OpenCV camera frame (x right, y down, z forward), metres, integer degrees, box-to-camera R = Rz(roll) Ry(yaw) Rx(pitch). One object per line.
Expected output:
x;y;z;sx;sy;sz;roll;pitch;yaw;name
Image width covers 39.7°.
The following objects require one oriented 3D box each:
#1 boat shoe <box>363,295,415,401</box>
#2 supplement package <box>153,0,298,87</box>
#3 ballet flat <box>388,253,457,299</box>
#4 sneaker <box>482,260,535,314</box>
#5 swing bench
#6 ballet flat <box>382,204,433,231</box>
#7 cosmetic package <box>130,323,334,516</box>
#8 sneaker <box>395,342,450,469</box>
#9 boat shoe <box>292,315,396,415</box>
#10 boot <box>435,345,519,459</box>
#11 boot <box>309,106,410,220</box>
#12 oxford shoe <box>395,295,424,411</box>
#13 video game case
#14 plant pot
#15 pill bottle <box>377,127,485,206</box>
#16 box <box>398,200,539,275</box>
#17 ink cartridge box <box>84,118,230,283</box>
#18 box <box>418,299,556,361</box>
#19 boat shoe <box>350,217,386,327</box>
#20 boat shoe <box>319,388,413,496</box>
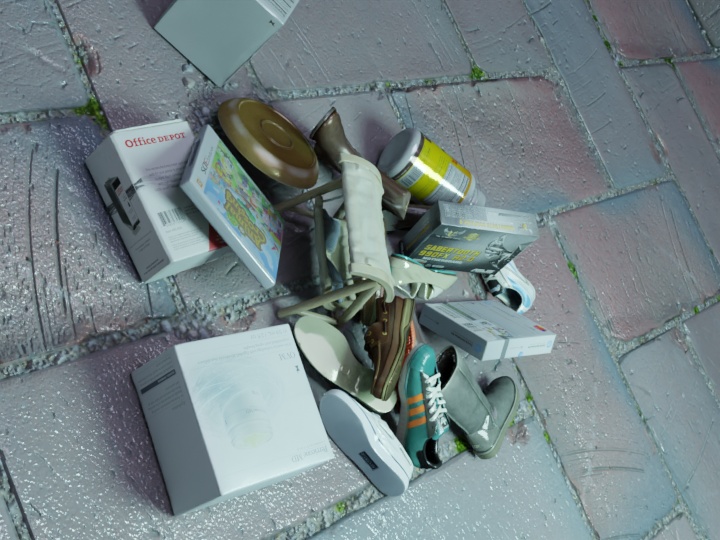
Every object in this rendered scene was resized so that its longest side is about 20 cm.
0.036;0.117;1.532;0.067;0.072;0.201;13;44;3;boat shoe
-0.197;-0.448;1.620;0.147;0.191;0.201;40;44;-18;supplement package
0.101;0.019;1.735;0.199;0.069;0.070;16;56;-51;ballet flat
0.256;0.000;1.892;0.200;0.072;0.073;49;50;-7;sneaker
-0.030;-0.039;1.540;0.129;0.200;0.200;16;57;-37;swing bench
0.106;-0.092;1.791;0.199;0.068;0.046;3;25;-25;ballet flat
-0.169;0.195;1.332;0.199;0.123;0.201;-9;75;-46;cosmetic package
0.106;0.213;1.540;0.071;0.080;0.202;-19;119;-50;sneaker
-0.034;0.150;1.534;0.201;0.063;0.074;43;60;-13;boat shoe
0.188;0.197;1.679;0.200;0.072;0.182;51;41;-28;boot
0.010;-0.172;1.652;0.200;0.186;0.064;41;83;7;boot
0.081;0.142;1.650;0.072;0.071;0.202;6;71;-52;oxford shoe
-0.180;-0.095;1.445;0.200;0.022;0.183;53;20;-26;video game case
-0.141;-0.213;1.611;0.199;0.027;0.201;34;28;-20;plant pot
0.135;-0.166;1.839;0.200;0.109;0.110;36;47;-25;pill bottle
0.190;-0.054;1.756;0.199;0.158;0.049;6;62;-24;box
-0.279;-0.101;1.423;0.146;0.083;0.201;-21;83;-49;ink cartridge box
0.225;0.102;1.754;0.199;0.041;0.156;-3;25;-44;box
0.000;0.000;1.658;0.076;0.072;0.201;7;60;-12;boat shoe
0.011;0.252;1.518;0.201;0.073;0.065;57;36;-17;boat shoe
